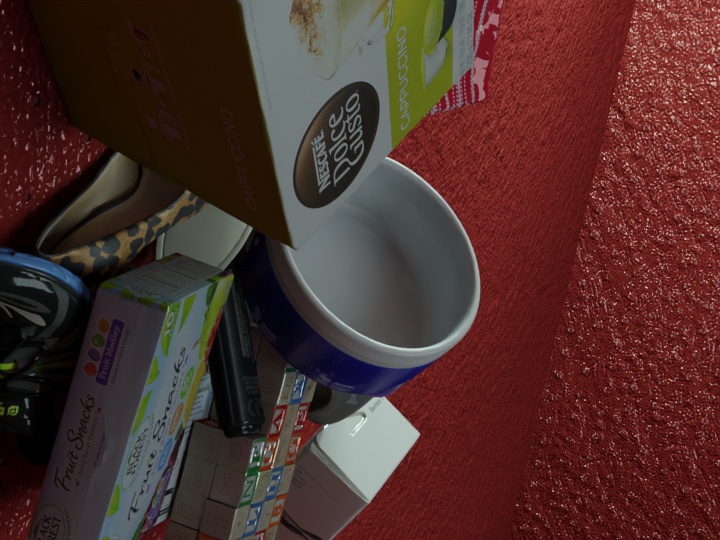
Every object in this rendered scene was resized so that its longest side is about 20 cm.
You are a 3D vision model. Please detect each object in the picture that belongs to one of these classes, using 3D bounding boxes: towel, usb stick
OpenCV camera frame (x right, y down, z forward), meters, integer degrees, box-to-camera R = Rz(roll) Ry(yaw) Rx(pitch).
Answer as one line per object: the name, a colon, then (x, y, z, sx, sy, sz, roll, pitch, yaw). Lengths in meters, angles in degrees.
towel: (0.060, -0.192, 0.995, 0.199, 0.022, 0.146, -24, 130, -50)
usb stick: (-0.109, 0.032, 0.961, 0.055, 0.032, 0.202, 22, 56, -74)

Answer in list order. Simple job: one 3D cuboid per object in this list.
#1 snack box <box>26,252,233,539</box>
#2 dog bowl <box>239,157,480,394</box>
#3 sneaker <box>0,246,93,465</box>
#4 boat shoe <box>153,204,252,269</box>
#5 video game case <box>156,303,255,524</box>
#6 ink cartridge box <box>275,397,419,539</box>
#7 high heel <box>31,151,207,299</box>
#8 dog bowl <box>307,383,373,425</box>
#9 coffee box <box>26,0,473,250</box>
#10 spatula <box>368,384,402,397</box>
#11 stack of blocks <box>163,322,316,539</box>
snack box: (-0.154, 0.097, 0.807, 0.142, 0.052, 0.202, -36, 145, -76)
dog bowl: (0.000, 0.000, 1.025, 0.079, 0.200, 0.201, -44, -173, 45)
sneaker: (-0.209, 0.057, 0.760, 0.201, 0.070, 0.083, 88, 19, -51)
boat shoe: (-0.112, -0.082, 0.927, 0.063, 0.072, 0.202, 28, -80, 63)
video game case: (-0.148, 0.112, 1.028, 0.200, 0.045, 0.183, -10, 116, -70)
ink cartridge box: (-0.045, 0.228, 1.237, 0.200, 0.084, 0.146, -49, 177, 33)
high heel: (-0.151, -0.069, 0.816, 0.202, 0.071, 0.143, -65, 168, 1)
dog bowl: (-0.012, 0.062, 1.175, 0.200, 0.059, 0.201, -44, -159, 21)
coffee box: (-0.066, -0.174, 0.723, 0.198, 0.199, 0.201, -47, 151, -27)
spatula: (-0.037, 0.035, 1.069, 0.056, 0.200, 0.021, -37, 158, -32)
stack of blocks: (-0.098, 0.149, 1.040, 0.115, 0.058, 0.202, 12, 94, -72)
